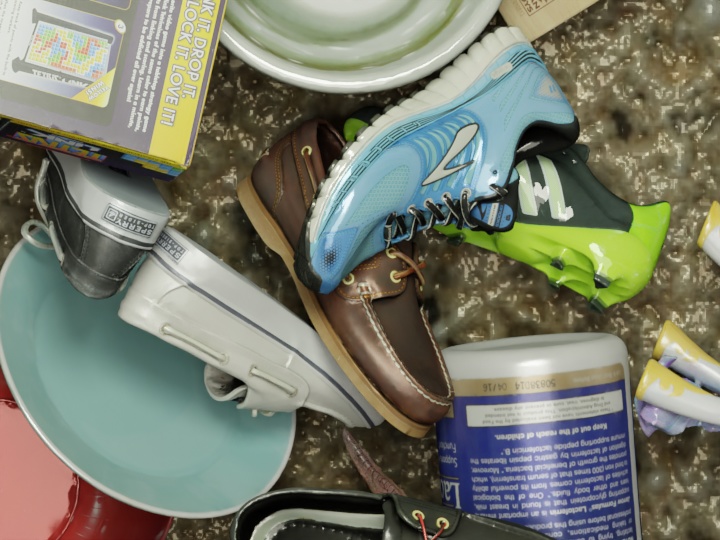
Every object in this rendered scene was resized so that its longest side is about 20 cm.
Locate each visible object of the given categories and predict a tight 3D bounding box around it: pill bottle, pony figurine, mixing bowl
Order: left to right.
[{"bbox_3d":[-0.205,0.117,1.676,0.199,0.108,0.202,0,93,0],"label":"mixing bowl"},{"bbox_3d":[0.105,0.141,1.675,0.115,0.116,0.201,-5,92,0],"label":"pill bottle"},{"bbox_3d":[0.262,0.079,1.667,0.199,0.167,0.194,23,78,6],"label":"pony figurine"}]

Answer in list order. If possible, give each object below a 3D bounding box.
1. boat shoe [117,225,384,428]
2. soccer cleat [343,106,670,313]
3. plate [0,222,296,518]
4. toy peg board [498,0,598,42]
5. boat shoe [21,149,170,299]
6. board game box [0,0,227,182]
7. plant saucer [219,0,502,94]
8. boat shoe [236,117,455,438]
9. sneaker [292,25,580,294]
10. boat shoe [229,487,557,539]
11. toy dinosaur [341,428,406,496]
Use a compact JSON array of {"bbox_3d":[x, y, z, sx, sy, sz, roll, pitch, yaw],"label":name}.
[{"bbox_3d":[-0.059,0.049,1.646,0.066,0.072,0.200,-53,136,-1],"label":"boat shoe"},{"bbox_3d":[0.085,-0.050,1.698,0.199,0.068,0.081,28,61,7],"label":"soccer cleat"},{"bbox_3d":[-0.126,0.057,1.655,0.200,0.200,0.026,46,130,-3],"label":"plate"},{"bbox_3d":[0.132,-0.270,1.681,0.199,0.098,0.201,-31,92,17],"label":"toy peg board"},{"bbox_3d":[-0.149,-0.036,1.629,0.073,0.199,0.068,23,103,-22],"label":"boat shoe"},{"bbox_3d":[-0.152,-0.165,1.547,0.164,0.057,0.201,16,78,-14],"label":"board game box"},{"bbox_3d":[-0.010,-0.192,1.629,0.199,0.050,0.202,1,79,-4],"label":"plant saucer"},{"bbox_3d":[0.000,0.000,1.653,0.070,0.070,0.200,-41,64,17],"label":"boat shoe"},{"bbox_3d":[0.046,-0.051,1.613,0.200,0.078,0.090,-41,79,-21],"label":"sneaker"},{"bbox_3d":[0.025,0.162,1.602,0.200,0.063,0.074,5,65,17],"label":"boat shoe"},{"bbox_3d":[0.014,0.196,1.667,0.085,0.136,0.201,4,92,-1],"label":"toy dinosaur"}]
